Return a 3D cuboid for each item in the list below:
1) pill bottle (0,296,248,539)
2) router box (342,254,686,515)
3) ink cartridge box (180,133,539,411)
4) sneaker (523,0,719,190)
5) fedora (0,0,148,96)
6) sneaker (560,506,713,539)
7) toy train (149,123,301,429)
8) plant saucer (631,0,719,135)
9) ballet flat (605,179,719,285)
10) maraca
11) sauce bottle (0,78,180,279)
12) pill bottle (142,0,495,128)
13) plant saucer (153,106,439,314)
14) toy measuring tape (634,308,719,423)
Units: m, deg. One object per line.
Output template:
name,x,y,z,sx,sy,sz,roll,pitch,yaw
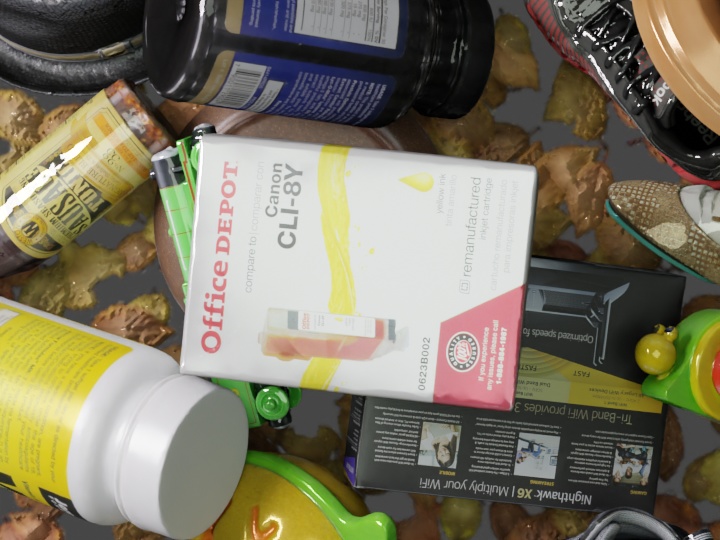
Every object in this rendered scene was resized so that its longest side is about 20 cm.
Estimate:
pill bottle,-0.177,0.091,1.164,0.200,0.114,0.115,16,93,28
router box,0.097,0.067,1.200,0.199,0.052,0.158,8,93,-9
ink cartridge box,0.000,0.000,1.116,0.199,0.083,0.146,6,93,6
sneaker,0.180,-0.132,1.184,0.071,0.098,0.200,-44,89,5
fedora,-0.184,-0.204,1.197,0.200,0.092,0.201,0,92,2
sneaker,0.120,0.193,1.148,0.200,0.114,0.076,-17,72,-6
toy train,-0.087,0.007,1.196,0.056,0.042,0.201,-13,96,17
plant saucer,0.262,-0.161,1.158,0.200,0.037,0.201,9,64,-19
ballet flat,0.251,-0.012,1.198,0.200,0.071,0.065,33,123,-7
maraca,-0.031,0.182,1.176,0.200,0.107,0.137,16,126,42
sauce bottle,-0.209,-0.040,1.220,0.200,0.066,0.066,-41,90,4
pill bottle,-0.024,-0.147,1.157,0.199,0.112,0.112,6,93,-25
plant saucer,-0.038,-0.032,1.229,0.200,0.034,0.201,0,93,1
toy measuring tape,0.254,0.070,1.182,0.200,0.074,0.074,21,93,-27
